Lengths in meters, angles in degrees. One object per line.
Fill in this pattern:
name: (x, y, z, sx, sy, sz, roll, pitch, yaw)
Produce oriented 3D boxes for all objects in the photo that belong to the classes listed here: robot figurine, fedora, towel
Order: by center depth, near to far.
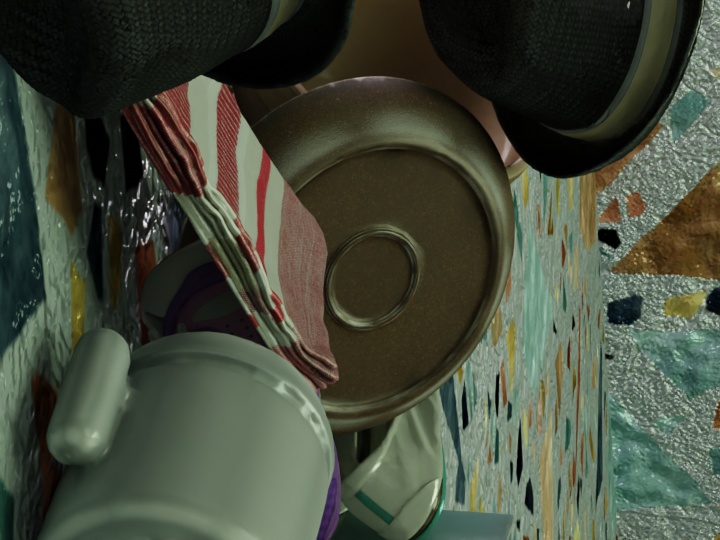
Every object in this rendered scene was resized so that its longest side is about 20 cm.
fedora: (-0.096, -0.125, 0.951, 0.092, 0.200, 0.201, -48, 147, -29)
robot figurine: (-0.074, 0.103, 1.105, 0.170, 0.113, 0.200, 57, 26, -25)
towel: (-0.064, -0.054, 1.174, 0.200, 0.023, 0.144, 59, 12, -32)
fedora: (0.090, -0.151, 1.340, 0.091, 0.200, 0.201, 7, 80, -36)

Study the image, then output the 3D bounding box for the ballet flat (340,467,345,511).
ballet flat: (-0.029, 0.103, 1.455, 0.200, 0.064, 0.076, -71, 179, -59)

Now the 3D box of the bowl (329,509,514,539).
bowl: (0.004, 0.212, 1.450, 0.201, 0.105, 0.201, 22, 90, -85)

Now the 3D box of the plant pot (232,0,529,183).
plant pot: (-0.002, -0.104, 1.436, 0.093, 0.201, 0.201, -46, -157, 40)

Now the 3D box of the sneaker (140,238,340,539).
sneaker: (-0.048, 0.080, 1.266, 0.088, 0.080, 0.200, 52, -17, 46)

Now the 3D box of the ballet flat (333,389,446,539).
ballet flat: (0.013, 0.071, 1.446, 0.200, 0.069, 0.070, -89, 173, -55)

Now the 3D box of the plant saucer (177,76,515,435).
plant saucer: (0.000, 0.000, 1.332, 0.032, 0.200, 0.201, 39, -40, 55)
